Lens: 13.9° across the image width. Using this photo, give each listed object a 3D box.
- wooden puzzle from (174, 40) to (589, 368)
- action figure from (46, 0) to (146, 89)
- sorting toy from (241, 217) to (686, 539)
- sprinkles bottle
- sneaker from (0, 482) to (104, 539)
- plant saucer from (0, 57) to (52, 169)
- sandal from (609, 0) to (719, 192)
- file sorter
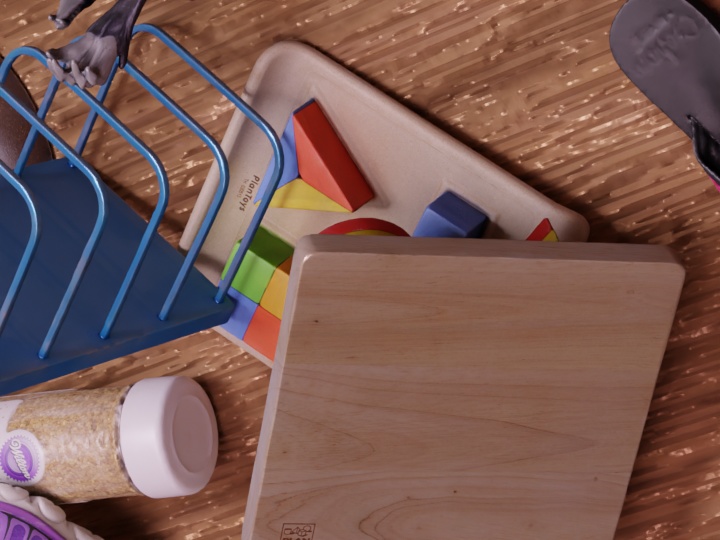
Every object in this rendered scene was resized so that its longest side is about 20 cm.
[{"bbox_3d":[0.000,0.000,1.595,0.200,0.046,0.186,31,122,9],"label":"wooden puzzle"},{"bbox_3d":[-0.156,-0.161,1.500,0.119,0.200,0.102,33,84,13],"label":"action figure"},{"bbox_3d":[0.046,0.057,1.538,0.199,0.070,0.199,2,124,-15],"label":"sorting toy"},{"bbox_3d":[-0.182,0.104,1.713,0.199,0.068,0.068,-7,110,27],"label":"sprinkles bottle"},{"bbox_3d":[-0.189,0.183,1.697,0.200,0.084,0.081,28,145,-22],"label":"sneaker"},{"bbox_3d":[-0.270,-0.059,1.700,0.199,0.032,0.201,9,115,20],"label":"plant saucer"},{"bbox_3d":[0.200,-0.060,1.477,0.200,0.045,0.075,42,123,2],"label":"sandal"},{"bbox_3d":[-0.157,-0.039,1.539,0.139,0.200,0.123,42,124,23],"label":"file sorter"}]
